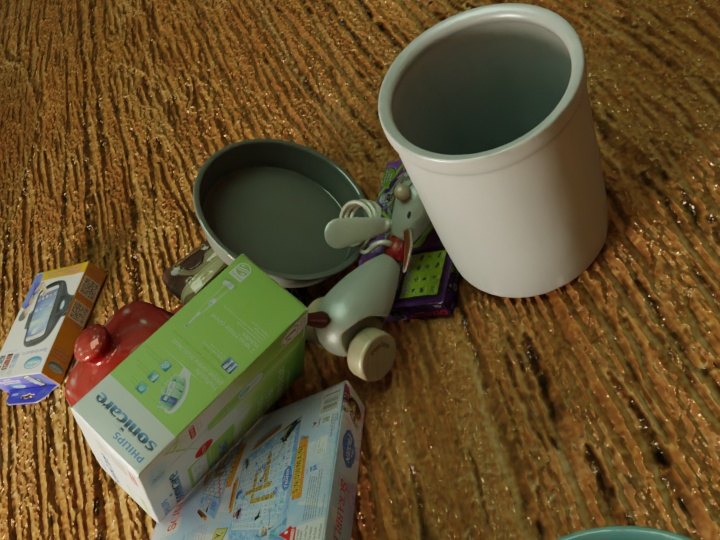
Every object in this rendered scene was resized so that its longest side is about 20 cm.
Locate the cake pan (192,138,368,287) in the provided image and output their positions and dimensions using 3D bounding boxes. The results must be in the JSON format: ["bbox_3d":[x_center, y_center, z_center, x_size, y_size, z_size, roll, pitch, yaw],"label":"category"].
[{"bbox_3d":[-0.086,-0.061,0.941,0.037,0.198,0.202,116,160,-48],"label":"cake pan"}]

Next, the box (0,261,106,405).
[{"bbox_3d":[-0.435,0.087,1.184,0.118,0.042,0.202,-11,49,32],"label":"box"}]

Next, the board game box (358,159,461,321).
[{"bbox_3d":[0.060,-0.040,0.902,0.119,0.032,0.202,-5,54,32],"label":"board game box"}]

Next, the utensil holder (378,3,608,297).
[{"bbox_3d":[0.126,-0.096,0.747,0.168,0.201,0.172,-13,51,17],"label":"utensil holder"}]

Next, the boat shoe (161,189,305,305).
[{"bbox_3d":[-0.144,-0.037,0.996,0.072,0.072,0.200,37,68,21],"label":"boat shoe"}]

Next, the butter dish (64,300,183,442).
[{"bbox_3d":[-0.245,0.110,0.930,0.198,0.148,0.201,21,72,49],"label":"butter dish"}]

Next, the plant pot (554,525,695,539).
[{"bbox_3d":[0.166,0.266,0.468,0.199,0.161,0.202,-21,47,24],"label":"plant pot"}]

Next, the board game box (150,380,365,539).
[{"bbox_3d":[-0.095,0.208,0.765,0.198,0.041,0.201,-24,26,19],"label":"board game box"}]

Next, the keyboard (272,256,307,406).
[{"bbox_3d":[-0.086,0.066,0.939,0.104,0.039,0.202,-40,37,41],"label":"keyboard"}]

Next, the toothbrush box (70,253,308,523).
[{"bbox_3d":[-0.143,0.107,0.770,0.086,0.146,0.200,39,63,16],"label":"toothbrush box"}]

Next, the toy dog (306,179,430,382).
[{"bbox_3d":[0.000,0.000,0.818,0.131,0.096,0.203,-1,71,34],"label":"toy dog"}]
